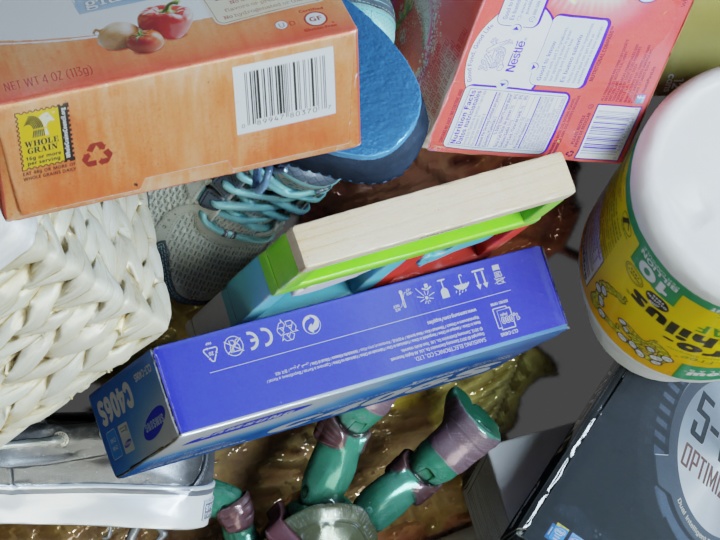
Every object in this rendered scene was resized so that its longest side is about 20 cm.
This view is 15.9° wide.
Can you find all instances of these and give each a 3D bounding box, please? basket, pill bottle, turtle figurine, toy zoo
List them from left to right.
[{"bbox_3d":[-0.188,0.004,1.054,0.200,0.136,0.123,-34,138,22],"label":"basket"},{"bbox_3d":[-0.028,0.129,1.286,0.200,0.101,0.150,-48,136,10],"label":"turtle figurine"},{"bbox_3d":[0.000,0.000,1.160,0.131,0.020,0.200,-16,171,-22],"label":"toy zoo"},{"bbox_3d":[0.162,-0.012,1.185,0.113,0.113,0.200,-16,167,-11],"label":"pill bottle"}]

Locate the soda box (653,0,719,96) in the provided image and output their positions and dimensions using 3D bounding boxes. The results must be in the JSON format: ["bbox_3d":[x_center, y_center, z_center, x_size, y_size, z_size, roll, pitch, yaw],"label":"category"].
[{"bbox_3d":[0.168,-0.176,1.118,0.064,0.068,0.200,-3,130,-22],"label":"soda box"}]

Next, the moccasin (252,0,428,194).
[{"bbox_3d":[-0.053,-0.086,1.035,0.080,0.200,0.068,-45,149,-23],"label":"moccasin"}]

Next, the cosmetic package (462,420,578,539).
[{"bbox_3d":[0.159,0.101,1.352,0.200,0.051,0.083,-15,163,-12],"label":"cosmetic package"}]

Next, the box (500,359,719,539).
[{"bbox_3d":[0.195,0.125,1.284,0.160,0.200,0.044,-55,179,-16],"label":"box"}]

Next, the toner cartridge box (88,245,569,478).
[{"bbox_3d":[-0.014,0.041,1.169,0.200,0.043,0.095,-15,170,-26],"label":"toner cartridge box"}]

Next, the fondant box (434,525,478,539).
[{"bbox_3d":[0.060,0.233,1.440,0.144,0.058,0.200,-20,136,-6],"label":"fondant box"}]

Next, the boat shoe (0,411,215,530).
[{"bbox_3d":[-0.166,0.082,1.203,0.200,0.072,0.068,4,95,-10],"label":"boat shoe"}]

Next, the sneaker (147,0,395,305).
[{"bbox_3d":[-0.044,-0.056,1.116,0.077,0.086,0.200,6,127,-28],"label":"sneaker"}]

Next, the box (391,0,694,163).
[{"bbox_3d":[0.085,-0.152,1.082,0.102,0.095,0.200,2,128,-25],"label":"box"}]

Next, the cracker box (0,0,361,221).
[{"bbox_3d":[-0.093,-0.112,0.965,0.134,0.200,0.058,-13,132,-13],"label":"cracker box"}]
